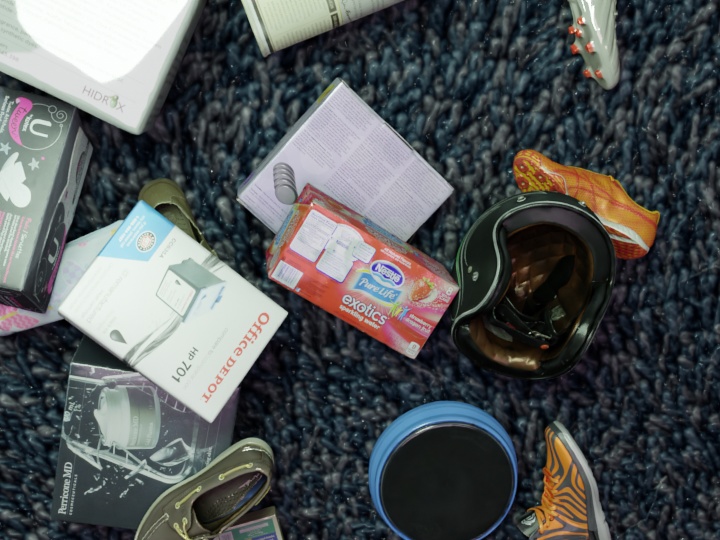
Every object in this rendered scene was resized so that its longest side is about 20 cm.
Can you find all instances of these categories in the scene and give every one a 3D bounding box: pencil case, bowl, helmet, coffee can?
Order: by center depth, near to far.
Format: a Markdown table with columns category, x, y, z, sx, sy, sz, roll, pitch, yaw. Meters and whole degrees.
| category | x | y | z | sx | sy | sz | roll | pitch | yaw |
| --- | --- | --- | --- | --- | --- | --- | --- | --- | --- |
| coffee can | -0.038 | -0.331 | 1.016 | 0.197 | 0.147 | 0.148 | -21 | 107 | -1 |
| pencil case | -0.339 | 0.008 | 1.106 | 0.197 | 0.083 | 0.092 | -15 | 93 | -2 |
| helmet | 0.197 | 0.009 | 1.116 | 0.198 | 0.200 | 0.193 | 29 | 60 | -14 |
| bowl | 0.110 | 0.271 | 1.253 | 0.197 | 0.039 | 0.204 | -1 | 107 | -5 |

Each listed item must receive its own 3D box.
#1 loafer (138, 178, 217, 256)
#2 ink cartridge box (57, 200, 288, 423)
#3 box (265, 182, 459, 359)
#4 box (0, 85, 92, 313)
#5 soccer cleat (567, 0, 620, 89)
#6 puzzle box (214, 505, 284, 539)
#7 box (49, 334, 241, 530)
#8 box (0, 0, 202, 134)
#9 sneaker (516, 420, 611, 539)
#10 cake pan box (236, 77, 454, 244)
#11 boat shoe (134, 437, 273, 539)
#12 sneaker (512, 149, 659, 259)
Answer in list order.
| category | x | y | z | sx | sy | sz | roll | pitch | yaw |
| --- | --- | --- | --- | --- | --- | --- | --- | --- | --- |
| loafer | -0.204 | -0.008 | 1.125 | 0.075 | 0.068 | 0.202 | -27 | 107 | 1 |
| ink cartridge box | -0.199 | 0.046 | 1.035 | 0.199 | 0.086 | 0.147 | 37 | 77 | -7 |
| box | 0.000 | 0.000 | 1.089 | 0.198 | 0.096 | 0.100 | 30 | 102 | -15 |
| box | -0.367 | -0.072 | 1.014 | 0.113 | 0.132 | 0.203 | 14 | 76 | -4 |
| soccer cleat | 0.272 | -0.310 | 1.104 | 0.077 | 0.069 | 0.202 | -23 | 104 | -3 |
| puzzle box | -0.189 | 0.397 | 1.261 | 0.197 | 0.025 | 0.135 | -14 | 106 | -3 |
| box | -0.251 | 0.193 | 1.148 | 0.193 | 0.124 | 0.203 | 9 | 104 | -8 |
| box | -0.272 | -0.257 | 0.974 | 0.198 | 0.199 | 0.173 | 25 | 95 | -12 |
| sneaker | 0.253 | 0.302 | 1.263 | 0.111 | 0.078 | 0.202 | -22 | 107 | -2 |
| cake pan box | -0.015 | -0.092 | 1.136 | 0.199 | 0.052 | 0.184 | 40 | 99 | -15 |
| boat shoe | -0.178 | 0.271 | 1.084 | 0.199 | 0.060 | 0.072 | -39 | 109 | 3 |
| sneaker | 0.272 | -0.090 | 1.172 | 0.198 | 0.073 | 0.078 | 33 | 63 | -8 |
